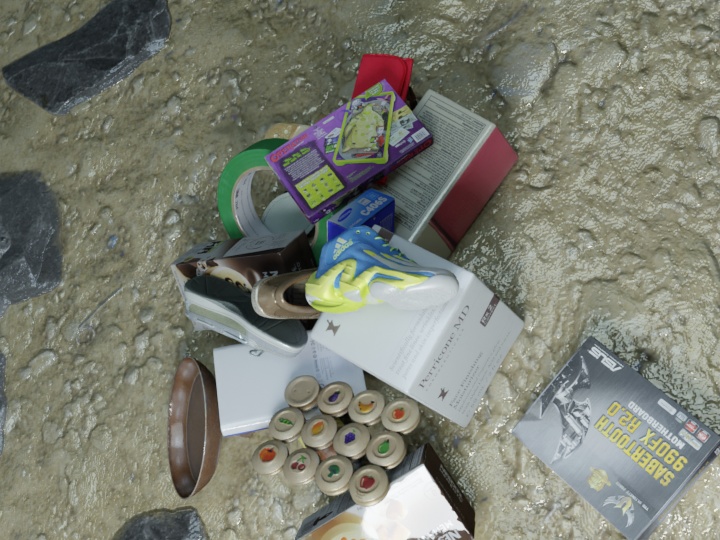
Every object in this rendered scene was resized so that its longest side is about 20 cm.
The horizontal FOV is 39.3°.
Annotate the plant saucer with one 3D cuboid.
[{"bbox_3d":[-0.234,0.222,1.433,0.200,0.034,0.202,-177,90,-66],"label":"plant saucer"}]

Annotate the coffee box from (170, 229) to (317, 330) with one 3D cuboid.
[{"bbox_3d":[-0.162,0.016,1.463,0.199,0.080,0.114,-6,113,30],"label":"coffee box"}]

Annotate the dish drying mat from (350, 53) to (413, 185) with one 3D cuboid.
[{"bbox_3d":[0.019,-0.213,1.396,0.076,0.018,0.201,7,68,13],"label":"dish drying mat"}]

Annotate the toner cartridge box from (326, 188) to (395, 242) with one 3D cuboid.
[{"bbox_3d":[0.000,0.000,1.342,0.043,0.201,0.095,25,43,27],"label":"toner cartridge box"}]

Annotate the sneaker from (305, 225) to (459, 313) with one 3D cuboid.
[{"bbox_3d":[0.023,-0.010,1.178,0.199,0.076,0.106,-4,68,29],"label":"sneaker"}]

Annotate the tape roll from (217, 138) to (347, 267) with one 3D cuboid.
[{"bbox_3d":[-0.113,-0.090,1.461,0.199,0.202,0.048,4,28,29],"label":"tape roll"}]

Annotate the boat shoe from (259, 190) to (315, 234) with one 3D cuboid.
[{"bbox_3d":[-0.074,-0.111,1.516,0.200,0.060,0.076,-40,94,26],"label":"boat shoe"}]

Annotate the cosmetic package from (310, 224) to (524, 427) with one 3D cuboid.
[{"bbox_3d":[0.076,0.074,1.282,0.165,0.200,0.165,27,85,33],"label":"cosmetic package"}]

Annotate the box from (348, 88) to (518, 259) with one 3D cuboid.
[{"bbox_3d":[0.103,-0.126,1.400,0.128,0.109,0.200,35,90,33],"label":"box"}]

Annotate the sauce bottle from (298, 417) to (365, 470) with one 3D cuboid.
[{"bbox_3d":[-0.045,0.232,1.365,0.066,0.066,0.200,-44,57,6],"label":"sauce bottle"}]

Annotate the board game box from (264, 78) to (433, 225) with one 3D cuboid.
[{"bbox_3d":[-0.016,-0.161,1.354,0.199,0.032,0.120,-33,68,-6],"label":"board game box"}]

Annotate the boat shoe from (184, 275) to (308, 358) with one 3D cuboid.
[{"bbox_3d":[-0.161,0.073,1.397,0.201,0.074,0.065,23,123,20],"label":"boat shoe"}]

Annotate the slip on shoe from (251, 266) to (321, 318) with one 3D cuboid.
[{"bbox_3d":[-0.054,0.028,1.374,0.060,0.199,0.077,-9,84,48],"label":"slip on shoe"}]

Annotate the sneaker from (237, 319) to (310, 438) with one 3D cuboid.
[{"bbox_3d":[-0.134,0.148,1.448,0.070,0.076,0.200,20,59,23],"label":"sneaker"}]

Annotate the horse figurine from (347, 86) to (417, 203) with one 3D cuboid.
[{"bbox_3d":[0.035,-0.170,1.459,0.050,0.133,0.200,29,73,36],"label":"horse figurine"}]

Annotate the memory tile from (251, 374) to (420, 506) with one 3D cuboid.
[{"bbox_3d":[-0.032,0.208,1.268,0.199,0.017,0.154,8,53,31],"label":"memory tile"}]

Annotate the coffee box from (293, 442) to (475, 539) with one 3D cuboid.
[{"bbox_3d":[0.031,0.322,1.256,0.199,0.080,0.115,-33,93,12],"label":"coffee box"}]

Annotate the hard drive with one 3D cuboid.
[{"bbox_3d":[-0.096,0.147,1.379,0.199,0.025,0.133,-11,53,-2],"label":"hard drive"}]

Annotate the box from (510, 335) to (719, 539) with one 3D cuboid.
[{"bbox_3d":[0.304,0.200,1.204,0.159,0.048,0.200,-49,57,2],"label":"box"}]

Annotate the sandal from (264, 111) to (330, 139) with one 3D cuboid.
[{"bbox_3d":[-0.068,-0.209,1.545,0.211,0.070,0.078,4,73,29],"label":"sandal"}]
